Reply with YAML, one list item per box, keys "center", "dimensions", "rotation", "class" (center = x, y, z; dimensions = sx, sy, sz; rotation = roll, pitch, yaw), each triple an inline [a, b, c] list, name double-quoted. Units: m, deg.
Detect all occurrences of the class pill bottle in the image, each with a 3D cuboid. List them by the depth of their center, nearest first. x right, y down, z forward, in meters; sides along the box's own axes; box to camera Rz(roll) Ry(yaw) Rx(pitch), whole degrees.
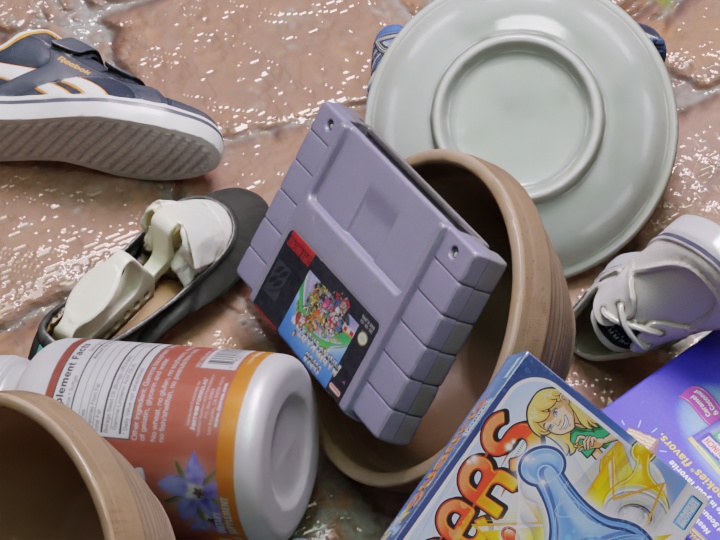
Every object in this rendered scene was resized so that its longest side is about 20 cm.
- center: [-0.133, 0.098, 1.616]
  dimensions: [0.199, 0.112, 0.112]
  rotation: [3, 53, 19]
  class: "pill bottle"

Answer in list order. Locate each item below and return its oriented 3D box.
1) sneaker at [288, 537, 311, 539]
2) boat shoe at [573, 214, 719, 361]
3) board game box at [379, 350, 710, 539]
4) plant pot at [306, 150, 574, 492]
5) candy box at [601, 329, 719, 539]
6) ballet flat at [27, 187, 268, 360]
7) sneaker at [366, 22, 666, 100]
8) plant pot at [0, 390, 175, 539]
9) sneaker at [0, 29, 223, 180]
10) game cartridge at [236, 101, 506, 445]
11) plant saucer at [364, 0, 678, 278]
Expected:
- center: [-0.077, 0.221, 1.548]
  dimensions: [0.078, 0.086, 0.200]
  rotation: [30, 61, 20]
  class: "sneaker"
- center: [0.171, 0.021, 1.631]
  dimensions: [0.070, 0.200, 0.071]
  rotation: [-42, 97, -17]
  class: "boat shoe"
- center: [0.080, 0.163, 1.492]
  dimensions: [0.135, 0.034, 0.200]
  rotation: [38, 73, -9]
  class: "board game box"
- center: [0.061, 0.036, 1.638]
  dimensions: [0.093, 0.201, 0.201]
  rotation: [15, 44, -36]
  class: "plant pot"
- center: [0.186, 0.153, 1.594]
  dimensions: [0.200, 0.077, 0.169]
  rotation: [-32, 60, -21]
  class: "candy box"
- center: [-0.127, 0.003, 1.719]
  dimensions: [0.068, 0.068, 0.200]
  rotation: [31, 61, 24]
  class: "ballet flat"
- center: [0.100, -0.147, 1.818]
  dimensions: [0.199, 0.077, 0.085]
  rotation: [-7, 50, -3]
  class: "sneaker"
- center: [-0.165, 0.162, 1.505]
  dimensions: [0.093, 0.201, 0.201]
  rotation: [-3, 43, -47]
  class: "plant pot"
- center: [-0.182, -0.112, 1.799]
  dimensions: [0.199, 0.078, 0.080]
  rotation: [7, 60, 9]
  class: "sneaker"
- center: [0.000, 0.000, 1.616]
  dimensions: [0.130, 0.038, 0.200]
  rotation: [-59, 38, 13]
  class: "game cartridge"
- center: [0.100, -0.092, 1.737]
  dimensions: [0.200, 0.050, 0.201]
  rotation: [-1, 84, 5]
  class: "plant saucer"
